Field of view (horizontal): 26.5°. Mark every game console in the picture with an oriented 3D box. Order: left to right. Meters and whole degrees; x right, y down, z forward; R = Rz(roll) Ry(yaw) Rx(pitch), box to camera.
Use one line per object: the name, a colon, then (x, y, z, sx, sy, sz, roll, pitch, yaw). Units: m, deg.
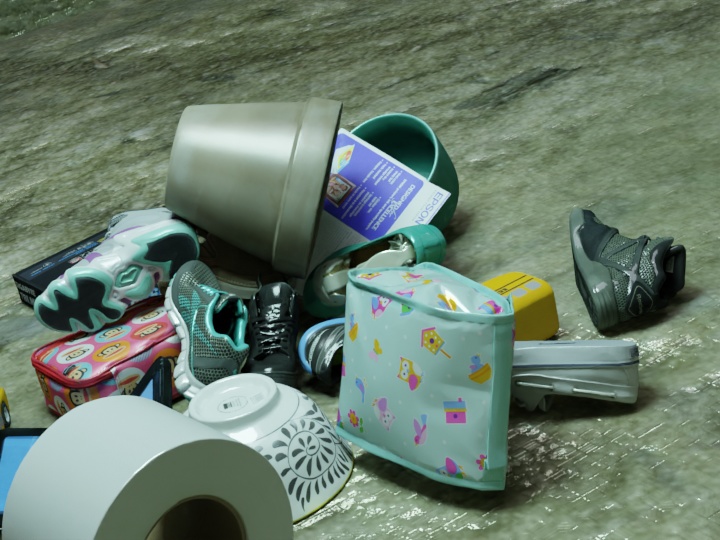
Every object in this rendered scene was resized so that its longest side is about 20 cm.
game console: (-0.276, 0.167, 1.505, 0.177, 0.116, 0.200, -53, 20, 14)

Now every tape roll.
tape roll: (-0.172, 0.215, 1.245, 0.202, 0.205, 0.138, -29, 28, -31)

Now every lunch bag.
lunch bag: (-0.262, 0.097, 1.719, 0.199, 0.083, 0.175, -26, 22, -29)
lunch bag: (0.074, 0.095, 1.404, 0.121, 0.173, 0.199, -5, 15, -35)

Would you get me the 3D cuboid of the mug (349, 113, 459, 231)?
mug: (0.034, -0.091, 1.903, 0.184, 0.115, 0.153, -34, 52, 5)

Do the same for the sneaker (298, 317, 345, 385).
sneaker: (0.033, 0.073, 1.631, 0.198, 0.071, 0.083, -22, 37, -13)

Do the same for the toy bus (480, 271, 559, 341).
toy bus: (0.106, 0.071, 1.586, 0.199, 0.066, 0.078, -26, 28, -27)

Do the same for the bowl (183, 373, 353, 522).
bowl: (-0.112, 0.161, 1.467, 0.198, 0.095, 0.201, -12, 24, 5)

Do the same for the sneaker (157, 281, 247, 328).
sneaker: (-0.156, 0.023, 1.826, 0.112, 0.072, 0.199, -28, 25, -22)

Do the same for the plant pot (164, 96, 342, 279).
plant pot: (-0.122, -0.106, 1.705, 0.171, 0.202, 0.200, 12, 26, 1)

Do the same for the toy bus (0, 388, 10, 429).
toy bus: (-0.422, 0.171, 1.615, 0.064, 0.079, 0.200, -13, 24, 2)

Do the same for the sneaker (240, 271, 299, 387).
sneaker: (-0.095, 0.062, 1.624, 0.059, 0.106, 0.200, 0, 5, -1)

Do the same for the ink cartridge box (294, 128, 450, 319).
ink cartridge box: (-0.012, -0.046, 1.799, 0.199, 0.043, 0.199, 33, 82, 39)

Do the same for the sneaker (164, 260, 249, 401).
sneaker: (-0.151, 0.050, 1.607, 0.077, 0.091, 0.201, 20, 33, -30)

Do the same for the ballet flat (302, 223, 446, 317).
ballet flat: (0.000, 0.000, 1.669, 0.199, 0.068, 0.070, -24, -8, 31)

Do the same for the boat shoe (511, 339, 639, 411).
boat shoe: (0.172, 0.103, 1.480, 0.197, 0.067, 0.072, -3, 3, 16)

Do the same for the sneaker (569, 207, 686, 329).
sneaker: (0.287, -0.011, 1.659, 0.113, 0.077, 0.200, -12, 27, 0)

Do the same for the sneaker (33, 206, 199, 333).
sneaker: (-0.282, -0.010, 1.739, 0.198, 0.078, 0.140, -25, 29, -6)

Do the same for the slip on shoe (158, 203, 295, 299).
slip on shoe: (-0.161, -0.024, 1.775, 0.199, 0.061, 0.076, 23, 33, 32)

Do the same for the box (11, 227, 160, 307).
box: (-0.323, 0.003, 1.994, 0.199, 0.050, 0.198, -28, 26, -28)
